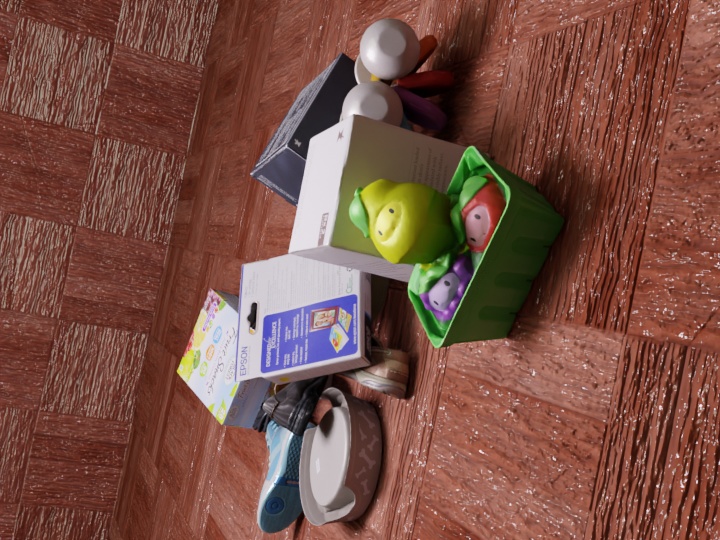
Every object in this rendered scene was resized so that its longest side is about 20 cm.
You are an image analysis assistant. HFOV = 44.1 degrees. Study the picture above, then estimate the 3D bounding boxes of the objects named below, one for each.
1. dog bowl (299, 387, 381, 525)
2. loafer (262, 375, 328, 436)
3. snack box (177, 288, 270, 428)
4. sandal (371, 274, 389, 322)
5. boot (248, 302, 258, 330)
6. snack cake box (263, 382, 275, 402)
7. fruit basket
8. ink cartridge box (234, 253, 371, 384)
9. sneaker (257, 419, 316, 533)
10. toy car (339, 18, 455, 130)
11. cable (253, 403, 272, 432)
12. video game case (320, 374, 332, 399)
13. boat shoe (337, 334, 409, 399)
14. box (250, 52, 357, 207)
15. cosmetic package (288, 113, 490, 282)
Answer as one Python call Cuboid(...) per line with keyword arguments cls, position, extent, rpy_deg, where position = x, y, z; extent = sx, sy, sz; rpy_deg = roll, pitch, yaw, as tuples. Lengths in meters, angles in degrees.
Cuboid(cls="dog bowl", position=(-0.030, 0.278, 1.318), extent=(0.200, 0.058, 0.202), rpy_deg=(-167, 90, -69))
Cuboid(cls="loafer", position=(-0.098, 0.189, 1.389), extent=(0.200, 0.072, 0.073), rpy_deg=(-58, -8, -80))
Cuboid(cls="snack box", position=(-0.224, 0.147, 1.523), extent=(0.200, 0.067, 0.170), rpy_deg=(32, 102, 49))
Cuboid(cls="sandal", position=(0.005, 0.002, 1.364), extent=(0.213, 0.077, 0.070), rpy_deg=(-68, 18, 4))
Cuboid(cls="boot", position=(-0.089, 0.041, 1.402), extent=(0.078, 0.199, 0.139), rpy_deg=(-49, 32, 46))
Cuboid(cls="snack cake box", position=(-0.119, 0.125, 1.508), extent=(0.200, 0.067, 0.116), rpy_deg=(-45, 46, 32))
Cuboid(cls="fruit basket", position=(0.091, -0.034, 0.988), extent=(0.156, 0.214, 0.217), rpy_deg=(-114, 42, -57))
Cuboid(cls="ink cartridge box", position=(-0.081, 0.061, 1.278), extent=(0.199, 0.047, 0.199), rpy_deg=(-14, 56, 21))
Cuboid(cls="sneaker", position=(-0.133, 0.337, 1.522), extent=(0.201, 0.079, 0.130), rpy_deg=(-67, 24, 3))
Cuboid(cls="toy car", position=(0.056, -0.247, 1.260), extent=(0.175, 0.149, 0.202), rpy_deg=(169, 117, -86))
Cuboid(cls="cable", position=(-0.164, 0.222, 1.659), extent=(0.164, 0.050, 0.201), rpy_deg=(-115, 43, -55))
Cuboid(cls="video game case", position=(-0.080, 0.123, 1.574), extent=(0.182, 0.023, 0.202), rpy_deg=(169, 110, -67))
Cuboid(cls="boat shoe", position=(0.005, 0.125, 1.278), extent=(0.199, 0.075, 0.072), rpy_deg=(16, 84, 49))
Cuboid(cls="box", position=(-0.067, -0.230, 1.517), extent=(0.201, 0.123, 0.198), rpy_deg=(-61, 16, -18))
Cuboid(cls="cosmetic package", position=(0.035, -0.084, 1.149), extent=(0.165, 0.199, 0.166), rpy_deg=(171, 111, -68))
